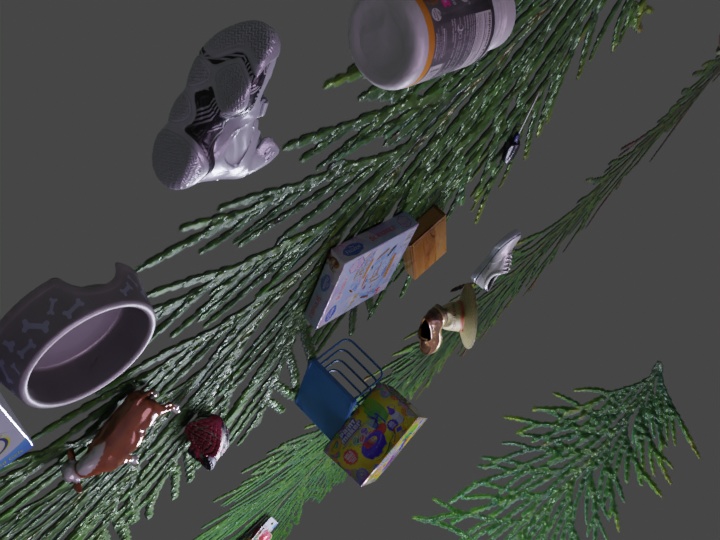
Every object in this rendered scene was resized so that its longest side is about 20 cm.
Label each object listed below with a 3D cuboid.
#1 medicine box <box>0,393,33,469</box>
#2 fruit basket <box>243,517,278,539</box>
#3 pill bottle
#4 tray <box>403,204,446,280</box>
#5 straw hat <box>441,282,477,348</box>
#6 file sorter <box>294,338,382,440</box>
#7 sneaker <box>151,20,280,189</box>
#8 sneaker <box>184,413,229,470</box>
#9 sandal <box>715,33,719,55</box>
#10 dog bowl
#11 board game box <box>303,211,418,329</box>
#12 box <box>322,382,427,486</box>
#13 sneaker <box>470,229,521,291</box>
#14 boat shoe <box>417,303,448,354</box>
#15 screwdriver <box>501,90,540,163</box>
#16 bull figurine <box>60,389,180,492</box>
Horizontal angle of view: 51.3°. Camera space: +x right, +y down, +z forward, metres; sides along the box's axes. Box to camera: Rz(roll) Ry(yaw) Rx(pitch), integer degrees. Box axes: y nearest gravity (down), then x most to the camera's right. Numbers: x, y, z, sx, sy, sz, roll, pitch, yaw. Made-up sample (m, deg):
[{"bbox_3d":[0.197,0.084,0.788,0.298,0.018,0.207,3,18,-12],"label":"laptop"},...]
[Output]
[{"bbox_3d":[-0.450,0.160,0.733,0.182,0.103,0.200,-36,160,-24],"label":"medicine box"},{"bbox_3d":[-0.350,0.923,2.518,0.200,0.094,0.185,-42,161,-17],"label":"fruit basket"},{"bbox_3d":[0.089,-0.290,0.885,0.200,0.116,0.117,-30,156,-39],"label":"pill bottle"},{"bbox_3d":[0.136,-0.055,1.582,0.099,0.037,0.200,-42,160,-9],"label":"tray"},{"bbox_3d":[0.266,0.131,2.131,0.085,0.202,0.201,1,149,-6],"label":"straw hat"},{"bbox_3d":[-0.048,0.274,1.734,0.123,0.139,0.200,-35,159,-35],"label":"file sorter"},{"bbox_3d":[-0.126,-0.166,0.772,0.200,0.075,0.115,-49,162,28],"label":"sneaker"},{"bbox_3d":[-0.286,0.312,1.430,0.075,0.081,0.200,-50,174,-31],"label":"sneaker"},{"bbox_3d":[1.068,-0.678,2.176,0.080,0.057,0.201,-51,175,2],"label":"sandal"},{"bbox_3d":[-0.331,0.082,0.883,0.200,0.059,0.200,-39,159,-18],"label":"dog bowl"},{"bbox_3d":[0.000,0.000,1.408,0.199,0.041,0.200,-29,156,-39],"label":"board game box"},{"bbox_3d":[0.038,0.377,1.736,0.200,0.122,0.193,-50,164,-1],"label":"box"},{"bbox_3d":[0.397,-0.027,2.112,0.073,0.071,0.200,-15,146,-55],"label":"sneaker"},{"bbox_3d":[0.191,0.175,2.121,0.067,0.072,0.200,-28,149,-27],"label":"boat shoe"},{"bbox_3d":[0.319,-0.288,1.498,0.028,0.029,0.200,-34,154,-27],"label":"screwdriver"},{"bbox_3d":[-0.371,0.260,1.158,0.200,0.065,0.121,-46,165,10],"label":"bull figurine"}]
